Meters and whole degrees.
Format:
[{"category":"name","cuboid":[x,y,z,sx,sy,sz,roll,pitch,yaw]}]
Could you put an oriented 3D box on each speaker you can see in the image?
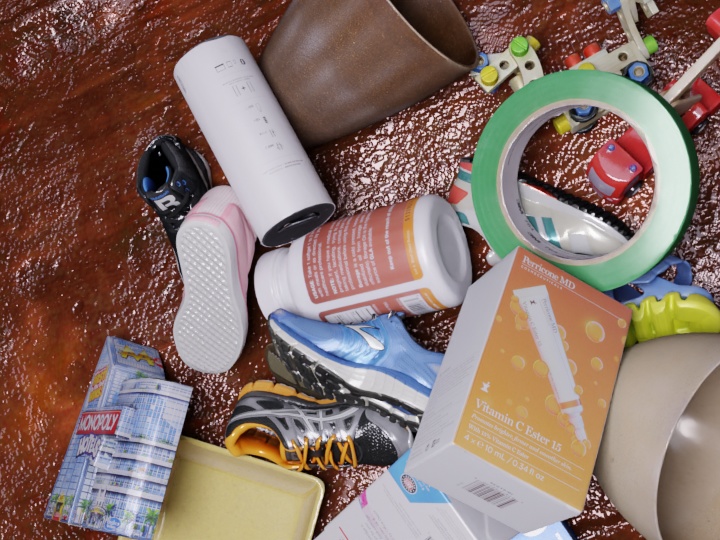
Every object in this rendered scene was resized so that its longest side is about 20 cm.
[{"category":"speaker","cuboid":[-0.103,-0.124,0.980,0.081,0.081,0.200,-31,76,7]}]

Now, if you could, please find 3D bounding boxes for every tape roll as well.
[{"category":"tape roll","cuboid":[0.202,-0.081,0.924,0.200,0.048,0.201,3,98,27]}]

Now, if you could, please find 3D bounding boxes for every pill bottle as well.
[{"category":"pill bottle","cuboid":[0.000,0.000,1.009,0.200,0.112,0.112,-14,78,26]}]

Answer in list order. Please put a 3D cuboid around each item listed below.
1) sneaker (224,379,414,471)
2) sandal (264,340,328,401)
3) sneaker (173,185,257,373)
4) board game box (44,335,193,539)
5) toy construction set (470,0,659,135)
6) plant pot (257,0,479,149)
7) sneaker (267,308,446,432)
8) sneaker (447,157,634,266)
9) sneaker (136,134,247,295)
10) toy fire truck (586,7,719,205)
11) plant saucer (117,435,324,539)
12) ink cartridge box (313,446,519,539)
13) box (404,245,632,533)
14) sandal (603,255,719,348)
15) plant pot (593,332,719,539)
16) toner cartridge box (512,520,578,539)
[{"category":"sneaker","cuboid":[-0.043,0.167,1.005,0.200,0.077,0.078,5,124,23]},{"category":"sandal","cuboid":[0.001,0.101,1.026,0.200,0.055,0.082,4,123,16]},{"category":"sneaker","cuboid":[-0.141,0.005,1.025,0.075,0.105,0.200,9,128,5]},{"category":"board game box","cuboid":[-0.243,0.164,1.034,0.062,0.200,0.200,20,72,-26]},{"category":"toy construction set","cuboid":[0.217,-0.213,1.015,0.200,0.092,0.131,-34,74,18]},{"category":"plant pot","cuboid":[-0.015,-0.218,1.033,0.200,0.187,0.187,-37,74,26]},{"category":"sneaker","cuboid":[0.004,0.079,0.958,0.200,0.079,0.089,22,61,17]},{"category":"sneaker","cuboid":[0.175,-0.038,1.013,0.200,0.070,0.093,27,106,14]},{"category":"sneaker","cuboid":[-0.188,-0.046,1.072,0.073,0.112,0.200,-23,76,11]},{"category":"toy fire truck","cuboid":[0.295,-0.154,0.954,0.200,0.141,0.049,-44,74,4]},{"category":"plant saucer","cuboid":[-0.147,0.283,1.043,0.200,0.048,0.200,14,85,15]},{"category":"ink cartridge box","cuboid":[0.046,0.254,0.963,0.115,0.068,0.200,54,129,16]},{"category":"box","cuboid":[0.138,0.102,0.875,0.124,0.097,0.200,28,59,-9]},{"category":"sandal","cuboid":[0.244,0.032,0.981,0.200,0.080,0.087,-2,45,20]},{"category":"plant pot","cuboid":[0.274,0.139,0.906,0.134,0.200,0.200,23,87,50]},{"category":"toner cartridge box","cuboid":[0.140,0.240,0.981,0.095,0.043,0.200,-36,75,8]}]
